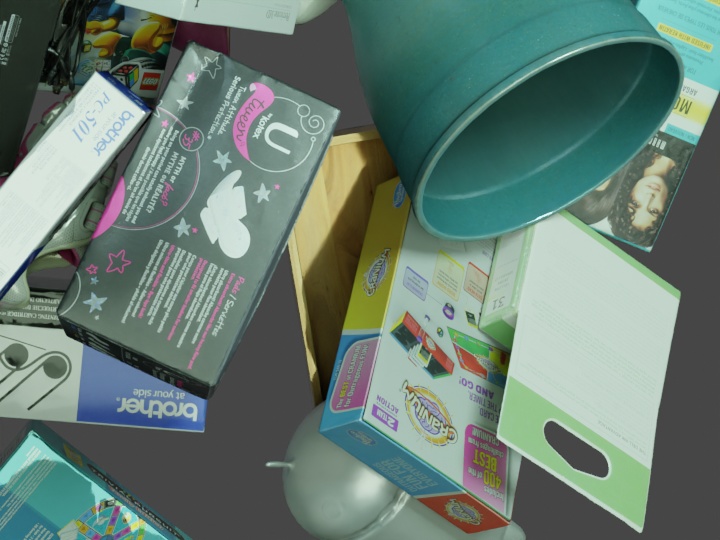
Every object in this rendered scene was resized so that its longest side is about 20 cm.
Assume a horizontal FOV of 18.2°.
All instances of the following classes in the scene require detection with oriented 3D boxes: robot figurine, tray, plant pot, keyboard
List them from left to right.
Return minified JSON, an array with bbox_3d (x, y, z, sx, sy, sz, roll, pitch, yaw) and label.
[{"bbox_3d":[-0.220,-0.151,1.410,0.104,0.040,0.200,15,116,-12],"label":"keyboard"},{"bbox_3d":[0.000,0.000,1.600,0.098,0.037,0.200,-10,102,-5],"label":"tray"},{"bbox_3d":[0.025,0.157,1.574,0.200,0.113,0.170,38,85,-32],"label":"robot figurine"},{"bbox_3d":[0.080,-0.154,1.489,0.200,0.200,0.188,-30,65,0],"label":"plant pot"}]

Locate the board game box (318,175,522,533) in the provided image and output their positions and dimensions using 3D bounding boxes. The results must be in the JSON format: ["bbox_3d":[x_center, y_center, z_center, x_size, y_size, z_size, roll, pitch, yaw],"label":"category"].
[{"bbox_3d":[0.056,0.055,1.528,0.153,0.040,0.200,37,51,-32],"label":"board game box"}]

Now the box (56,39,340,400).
[{"bbox_3d":[-0.105,-0.028,1.485,0.115,0.132,0.200,26,81,-1],"label":"box"}]

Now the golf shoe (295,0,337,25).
[{"bbox_3d":[-0.002,-0.254,1.526,0.073,0.092,0.200,32,97,-14],"label":"golf shoe"}]

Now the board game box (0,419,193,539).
[{"bbox_3d":[-0.204,0.226,1.610,0.200,0.047,0.151,40,94,-11],"label":"board game box"}]

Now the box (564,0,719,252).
[{"bbox_3d":[0.203,-0.121,1.593,0.082,0.049,0.200,21,97,-9],"label":"box"}]

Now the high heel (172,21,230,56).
[{"bbox_3d":[-0.089,-0.244,1.529,0.096,0.067,0.200,30,111,-1],"label":"high heel"}]

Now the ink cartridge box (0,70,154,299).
[{"bbox_3d":[-0.211,-0.037,1.428,0.044,0.094,0.200,40,93,-5],"label":"ink cartridge box"}]

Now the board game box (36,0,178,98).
[{"bbox_3d":[-0.208,-0.179,1.436,0.200,0.035,0.126,1,119,-32],"label":"board game box"}]

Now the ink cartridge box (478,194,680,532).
[{"bbox_3d":[0.146,0.067,1.546,0.145,0.048,0.200,34,54,-27],"label":"ink cartridge box"}]

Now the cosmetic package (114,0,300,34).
[{"bbox_3d":[-0.079,-0.231,1.425,0.052,0.200,0.151,14,97,17],"label":"cosmetic package"}]

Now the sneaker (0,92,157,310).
[{"bbox_3d":[-0.203,-0.049,1.526,0.088,0.081,0.200,43,78,1],"label":"sneaker"}]

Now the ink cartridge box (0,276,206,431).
[{"bbox_3d":[-0.205,0.056,1.574,0.200,0.044,0.094,5,99,-7],"label":"ink cartridge box"}]
